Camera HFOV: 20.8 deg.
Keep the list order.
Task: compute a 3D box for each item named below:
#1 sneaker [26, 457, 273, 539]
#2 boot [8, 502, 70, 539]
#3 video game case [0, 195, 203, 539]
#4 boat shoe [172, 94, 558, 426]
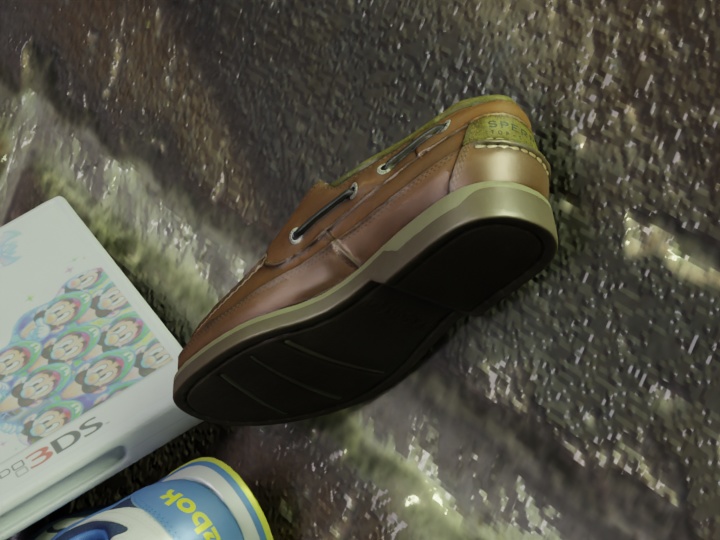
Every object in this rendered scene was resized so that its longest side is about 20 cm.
[{"bbox_3d":[-0.125,0.147,0.878,0.200,0.082,0.074,-38,88,42],"label":"sneaker"},{"bbox_3d":[-0.206,0.132,1.030,0.164,0.065,0.202,13,92,56],"label":"boot"},{"bbox_3d":[-0.185,0.056,0.939,0.181,0.024,0.200,-31,38,-12],"label":"video game case"},{"bbox_3d":[0.000,0.000,0.802,0.199,0.072,0.068,-30,50,32],"label":"boat shoe"}]
